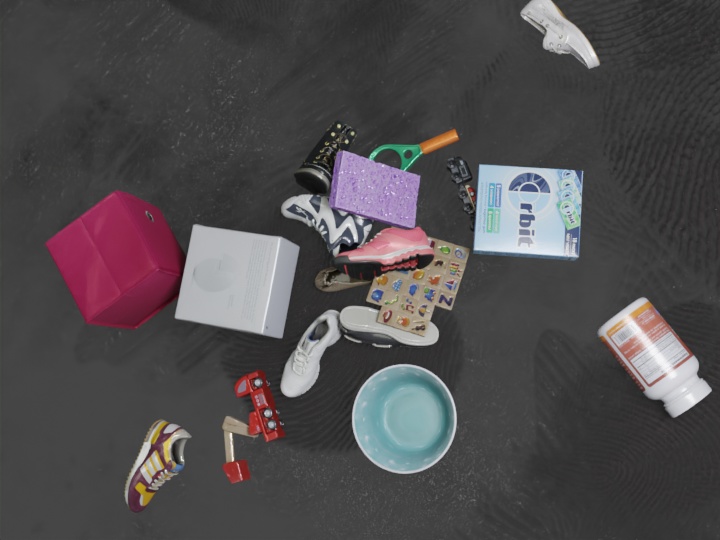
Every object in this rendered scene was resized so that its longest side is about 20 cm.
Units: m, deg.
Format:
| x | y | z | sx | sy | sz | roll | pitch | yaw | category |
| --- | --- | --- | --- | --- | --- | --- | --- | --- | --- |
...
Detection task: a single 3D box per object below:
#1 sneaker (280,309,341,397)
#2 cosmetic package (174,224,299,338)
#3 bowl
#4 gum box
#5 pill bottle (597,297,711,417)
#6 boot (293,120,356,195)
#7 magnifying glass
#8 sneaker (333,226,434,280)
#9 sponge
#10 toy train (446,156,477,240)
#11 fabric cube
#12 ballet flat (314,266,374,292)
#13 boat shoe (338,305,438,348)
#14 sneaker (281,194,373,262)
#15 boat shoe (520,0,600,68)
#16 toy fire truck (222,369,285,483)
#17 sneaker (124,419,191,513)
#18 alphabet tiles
| x | y | z | sx | sy | sz | roll | pitch | yaw | category |
| --- | --- | --- | --- | --- | --- | --- | --- | --- | --- |
| -0.108 | 0.165 | 1.664 | 0.074 | 0.087 | 0.201 | 29 | 91 | 16 | sneaker |
| -0.251 | 0.024 | 1.706 | 0.199 | 0.123 | 0.200 | 9 | 84 | 18 | cosmetic package |
| 0.094 | 0.283 | 1.581 | 0.200 | 0.105 | 0.202 | -2 | 81 | 16 | bowl |
| 0.322 | -0.112 | 1.590 | 0.199 | 0.045 | 0.171 | 5 | 82 | 4 | gum box |
| 0.528 | 0.157 | 1.476 | 0.112 | 0.112 | 0.200 | -38 | 75 | 7 | pill bottle |
| -0.067 | -0.234 | 1.661 | 0.073 | 0.204 | 0.154 | 32 | 86 | -7 | boot |
| 0.107 | -0.242 | 1.701 | 0.199 | 0.022 | 0.080 | -22 | 76 | 13 | magnifying glass |
| 0.042 | -0.039 | 1.628 | 0.199 | 0.074 | 0.087 | -7 | 61 | -6 | sneaker |
| 0.032 | -0.156 | 1.628 | 0.030 | 0.199 | 0.112 | -1 | 79 | 55 | sponge |
| 0.224 | -0.137 | 1.646 | 0.046 | 0.034 | 0.201 | -20 | 77 | 1 | toy train |
| -0.497 | -0.017 | 1.742 | 0.200 | 0.196 | 0.200 | -35 | 74 | 8 | fabric cube |
| 0.000 | 0.000 | 1.678 | 0.199 | 0.046 | 0.068 | -14 | 77 | 10 | ballet flat |
| 0.055 | 0.122 | 1.639 | 0.199 | 0.060 | 0.074 | 8 | 52 | 3 | boat shoe |
| -0.074 | -0.080 | 1.694 | 0.198 | 0.080 | 0.130 | 6 | 75 | 6 | sneaker |
| 0.392 | -0.460 | 1.630 | 0.069 | 0.071 | 0.200 | -39 | 66 | 8 | boat shoe |
| -0.233 | 0.321 | 1.695 | 0.141 | 0.049 | 0.201 | -23 | 76 | 11 | toy fire truck |
| -0.422 | 0.419 | 1.720 | 0.090 | 0.075 | 0.201 | 18 | 88 | 22 | sneaker |
| 0.110 | 0.024 | 1.632 | 0.166 | 0.008 | 0.201 | 17 | 74 | 9 | alphabet tiles |
